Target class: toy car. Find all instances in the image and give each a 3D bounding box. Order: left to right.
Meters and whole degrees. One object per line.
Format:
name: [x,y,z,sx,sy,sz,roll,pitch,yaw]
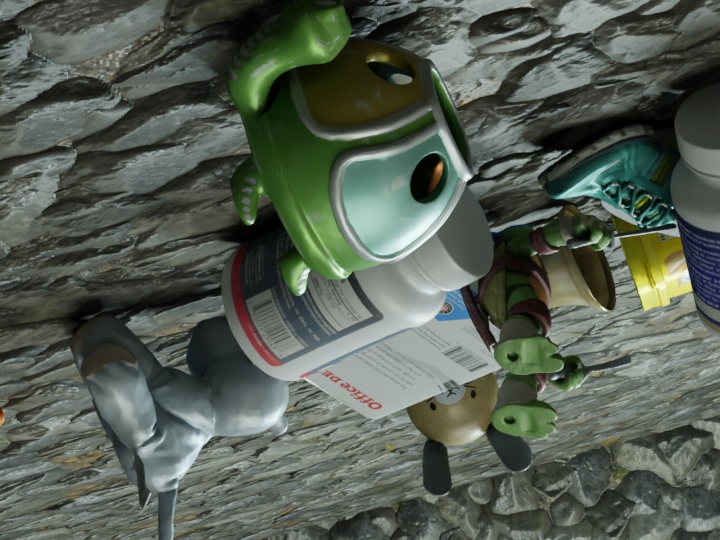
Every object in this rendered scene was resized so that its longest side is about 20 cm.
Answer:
toy car: [0.086,0.111,1.903,0.163,0.201,0.158,-17,166,1]

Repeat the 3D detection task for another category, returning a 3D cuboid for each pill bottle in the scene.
pill bottle: [0.000,0.000,1.547,0.199,0.120,0.119,-25,164,30]
pill bottle: [0.312,-0.047,1.567,0.119,0.120,0.201,-17,129,4]

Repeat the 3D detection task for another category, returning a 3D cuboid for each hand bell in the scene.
hand bell: [0.123,0.026,1.800,0.199,0.105,0.104,-25,164,22]

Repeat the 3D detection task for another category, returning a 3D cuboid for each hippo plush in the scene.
hippo plush: [-0.147,0.099,1.681,0.160,0.200,0.160,-24,135,-10]

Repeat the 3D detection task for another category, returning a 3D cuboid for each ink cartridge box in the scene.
ink cartridge box: [0.042,0.040,1.722,0.199,0.085,0.146,-24,138,33]

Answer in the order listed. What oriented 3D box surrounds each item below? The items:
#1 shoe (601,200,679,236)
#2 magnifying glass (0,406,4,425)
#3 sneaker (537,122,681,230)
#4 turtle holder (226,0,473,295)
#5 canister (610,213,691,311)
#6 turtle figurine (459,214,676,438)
shoe: [0.315,-0.078,1.714,0.199,0.092,0.071,10,164,20]
magnifying glass: [-0.433,0.152,1.843,0.199,0.023,0.080,-9,164,-30]
sneaker: [0.230,-0.074,1.606,0.199,0.080,0.077,-4,161,-39]
turtle holder: [-0.011,-0.089,1.206,0.131,0.186,0.141,-19,-162,12]
canister: [0.347,-0.040,1.861,0.199,0.087,0.149,-20,166,7]
turtle figurine: [0.168,0.037,1.549,0.199,0.194,0.144,32,127,-12]
